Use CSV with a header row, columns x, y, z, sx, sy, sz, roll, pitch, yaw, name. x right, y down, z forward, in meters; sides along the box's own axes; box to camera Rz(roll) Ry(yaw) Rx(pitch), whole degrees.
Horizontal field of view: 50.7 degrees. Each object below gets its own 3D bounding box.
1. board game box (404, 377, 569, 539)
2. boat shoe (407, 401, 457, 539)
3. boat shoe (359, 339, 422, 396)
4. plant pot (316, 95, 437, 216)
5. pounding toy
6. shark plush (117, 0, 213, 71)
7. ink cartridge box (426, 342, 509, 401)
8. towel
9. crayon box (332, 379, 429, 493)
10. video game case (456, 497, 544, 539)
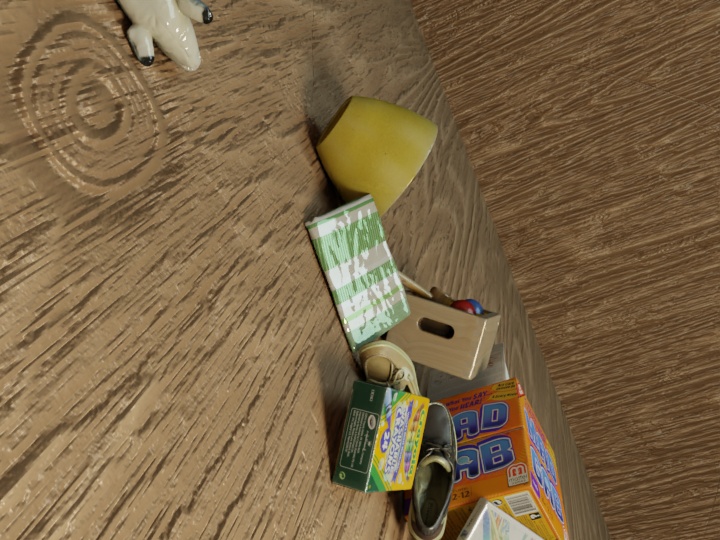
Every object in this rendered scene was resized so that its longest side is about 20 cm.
x,y,z,sx,sy,sz,roll,pitch,yaw,name
0.196,0.333,1.198,0.201,0.197,0.202,58,22,-34,board game box
0.106,0.277,1.073,0.066,0.070,0.204,103,-3,-60,boat shoe
0.053,0.187,1.134,0.064,0.072,0.203,-93,164,-52,boat shoe
0.011,-0.200,1.243,0.141,0.200,0.201,35,30,-15,plant pot
0.124,0.078,1.284,0.184,0.196,0.145,0,106,-71,pounding toy
-0.242,-0.298,0.807,0.200,0.091,0.083,44,5,-15,shark plush
0.198,0.226,1.372,0.048,0.158,0.201,60,21,-23,ink cartridge box
0.000,0.000,1.149,0.152,0.023,0.204,-27,101,-45,towel
0.037,0.221,1.003,0.200,0.051,0.128,31,70,-64,crayon box
0.194,0.447,1.074,0.199,0.184,0.022,37,-10,-24,video game case
